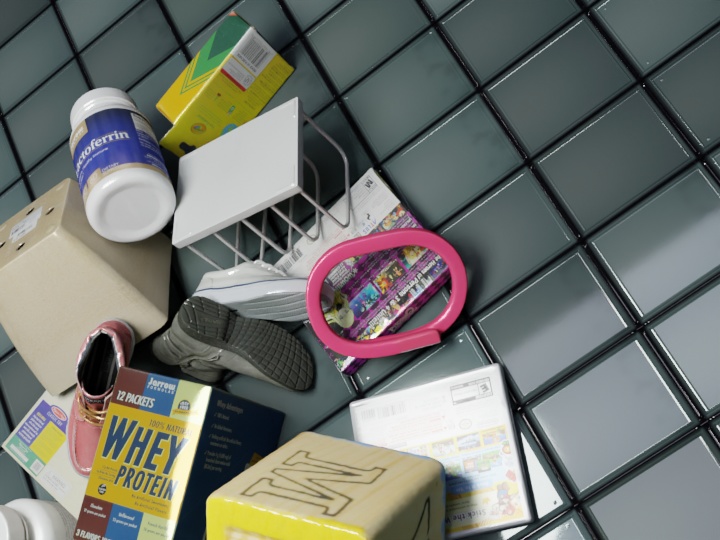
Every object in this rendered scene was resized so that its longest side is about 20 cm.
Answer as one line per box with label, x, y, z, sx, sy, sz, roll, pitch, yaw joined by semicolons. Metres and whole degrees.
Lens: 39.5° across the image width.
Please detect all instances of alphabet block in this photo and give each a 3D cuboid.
alphabet block;-0.032;0.309;1.077;0.193;0.199;0.199;5;102;26

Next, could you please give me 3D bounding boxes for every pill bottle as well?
pill bottle;-0.318;-0.143;1.317;0.115;0.116;0.201;-36;50;11
pill bottle;-0.412;0.350;1.271;0.112;0.200;0.117;-7;71;22

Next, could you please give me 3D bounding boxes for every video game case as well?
video game case;0.091;0.223;1.181;0.197;0.023;0.185;-17;68;18
video game case;0.000;0.000;1.280;0.200;0.036;0.182;-45;62;7

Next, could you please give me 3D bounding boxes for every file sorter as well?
file sorter;-0.125;-0.096;1.293;0.198;0.124;0.141;-22;51;26

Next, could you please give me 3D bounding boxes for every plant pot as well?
plant pot;-0.385;0.004;1.331;0.198;0.178;0.201;-31;34;13

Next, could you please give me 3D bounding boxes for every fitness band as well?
fitness band;0.032;0.026;1.205;0.196;0.037;0.146;-12;97;1

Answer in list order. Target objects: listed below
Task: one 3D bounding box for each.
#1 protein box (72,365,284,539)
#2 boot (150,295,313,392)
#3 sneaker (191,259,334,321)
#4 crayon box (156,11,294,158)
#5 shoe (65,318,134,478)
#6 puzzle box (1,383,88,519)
protein box;-0.211;0.243;1.212;0.133;0.198;0.204;9;78;24
boot;-0.166;0.111;1.298;0.131;0.198;0.068;-46;19;51
sneaker;-0.125;0.020;1.274;0.196;0.073;0.072;-3;56;18
crayon box;-0.196;-0.242;1.391;0.051;0.127;0.201;42;93;28
shoe;-0.324;0.161;1.225;0.070;0.091;0.204;12;92;-3
puzzle box;-0.365;0.232;1.310;0.199;0.025;0.134;32;77;30
